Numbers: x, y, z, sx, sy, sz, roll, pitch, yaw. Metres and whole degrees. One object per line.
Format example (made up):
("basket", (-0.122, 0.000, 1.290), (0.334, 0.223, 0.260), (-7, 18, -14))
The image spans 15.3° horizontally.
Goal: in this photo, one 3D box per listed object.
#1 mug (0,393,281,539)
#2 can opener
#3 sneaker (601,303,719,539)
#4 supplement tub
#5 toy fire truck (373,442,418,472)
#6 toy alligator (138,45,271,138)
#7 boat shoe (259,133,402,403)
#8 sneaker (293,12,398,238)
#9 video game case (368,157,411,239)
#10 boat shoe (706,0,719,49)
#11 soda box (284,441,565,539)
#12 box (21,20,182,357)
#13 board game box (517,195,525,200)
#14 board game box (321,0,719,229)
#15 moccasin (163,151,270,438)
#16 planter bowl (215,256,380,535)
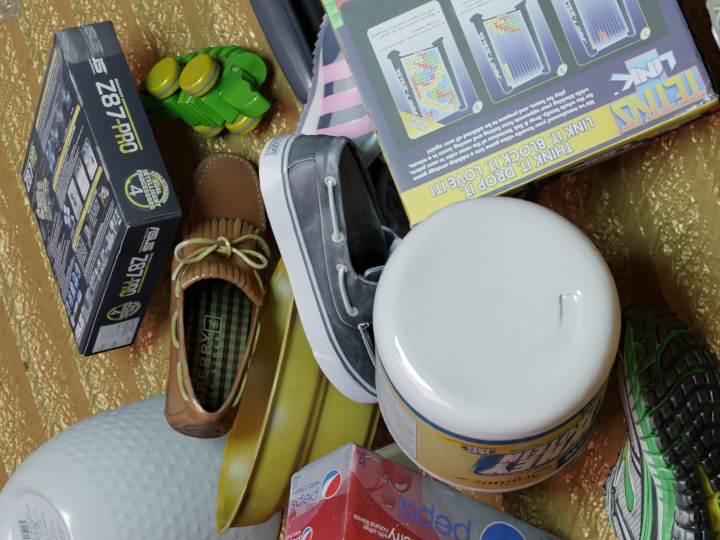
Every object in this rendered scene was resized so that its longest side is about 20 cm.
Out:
("mug", (-0.167, 0.198, 1.915), (0.147, 0.175, 0.201), (10, 107, 42))
("can opener", (-0.056, -0.198, 1.776), (0.079, 0.063, 0.201), (-33, 65, 43))
("sneaker", (0.177, 0.120, 1.639), (0.085, 0.078, 0.201), (-2, 99, 44))
("supplement tub", (0.080, 0.052, 1.615), (0.145, 0.144, 0.200), (58, 172, 16))
("toy fire truck", (0.011, 0.233, 1.756), (0.129, 0.175, 0.201), (-37, 74, 42))
("toy alligator", (-0.120, -0.131, 1.881), (0.199, 0.059, 0.054), (1, 58, 52))
("boat shoe", (0.000, 0.000, 1.687), (0.067, 0.072, 0.201), (-2, 122, 29))
("sneaker", (0.012, -0.113, 1.700), (0.082, 0.070, 0.201), (26, 121, 21))
("video game case", (0.035, -0.057, 1.738), (0.143, 0.019, 0.201), (45, 129, 30))
("boat shoe", (0.235, -0.141, 1.531), (0.072, 0.062, 0.201), (-33, 76, 43))
("soda box", (0.047, 0.181, 1.692), (0.063, 0.199, 0.070), (-27, 47, 44))
("box", (-0.188, -0.055, 1.896), (0.200, 0.049, 0.162), (115, 136, -58))
("board game box", (0.070, -0.113, 1.718), (0.095, 0.030, 0.201), (22, 117, 40))
("board game box", (0.095, -0.135, 1.601), (0.199, 0.057, 0.166), (-22, 85, 8))
("moccasin", (-0.100, 0.012, 1.837), (0.078, 0.073, 0.203), (130, 153, -66))
("planter bowl", (-0.033, 0.089, 1.797), (0.200, 0.083, 0.202), (-166, 90, -82))
